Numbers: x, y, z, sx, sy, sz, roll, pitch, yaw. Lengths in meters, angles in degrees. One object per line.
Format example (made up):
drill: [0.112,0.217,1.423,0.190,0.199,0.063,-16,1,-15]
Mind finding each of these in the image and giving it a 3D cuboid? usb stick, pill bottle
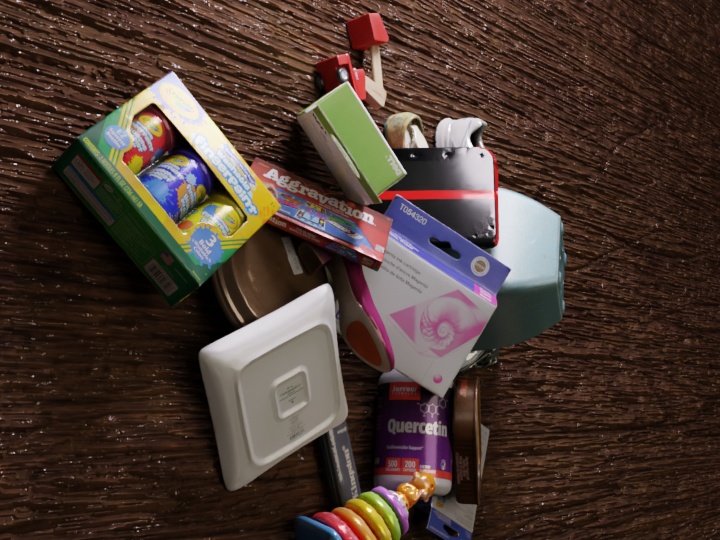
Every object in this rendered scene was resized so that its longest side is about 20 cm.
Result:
usb stick: [-0.024,0.280,1.330,0.055,0.032,0.204,-16,95,-50]
pill bottle: [0.077,0.213,1.405,0.112,0.111,0.204,20,67,-47]

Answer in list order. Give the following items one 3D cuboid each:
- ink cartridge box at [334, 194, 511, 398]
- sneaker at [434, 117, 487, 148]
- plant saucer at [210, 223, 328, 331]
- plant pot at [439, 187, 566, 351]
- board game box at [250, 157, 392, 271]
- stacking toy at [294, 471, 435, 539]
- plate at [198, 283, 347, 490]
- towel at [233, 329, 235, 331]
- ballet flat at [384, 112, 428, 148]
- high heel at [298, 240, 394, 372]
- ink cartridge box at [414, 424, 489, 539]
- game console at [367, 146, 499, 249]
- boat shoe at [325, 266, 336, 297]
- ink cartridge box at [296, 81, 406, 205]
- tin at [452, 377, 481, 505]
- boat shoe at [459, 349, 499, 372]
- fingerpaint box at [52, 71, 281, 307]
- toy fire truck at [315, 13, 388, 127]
ink cartridge box: [0.078,0.034,1.336,0.194,0.043,0.202,31,91,-6]
sneaker: [0.171,-0.154,1.618,0.074,0.086,0.205,2,83,-52]
plant saucer: [-0.105,0.008,1.237,0.199,0.029,0.204,29,48,-39]
plant pot: [0.204,-0.001,1.480,0.197,0.196,0.200,67,28,-56]
board game box: [-0.057,-0.073,1.258,0.197,0.020,0.104,24,34,-5]
stacking toy: [0.022,0.321,1.277,0.199,0.109,0.118,-33,108,-29]
plate: [-0.091,0.144,1.193,0.198,0.032,0.204,-28,124,-35]
towel: [-0.106,0.106,1.260,0.147,0.036,0.204,15,70,-48]
ballet flat: [0.083,-0.142,1.523,0.070,0.070,0.204,-11,91,-51]
high heel: [0.005,0.029,1.279,0.096,0.067,0.202,-31,92,-44]
ink cartridge box: [0.139,0.315,1.519,0.119,0.041,0.203,39,51,-40]
game console: [0.100,-0.104,1.432,0.031,0.195,0.180,79,13,-56]
boat shoe: [0.000,0.000,1.406,0.197,0.068,0.073,-1,127,-42]
ink cartridge box: [-0.005,-0.164,1.296,0.075,0.200,0.149,-35,100,-7]
tin: [0.155,0.246,1.433,0.113,0.041,0.203,-68,157,-56]
boat shoe: [0.200,0.122,1.608,0.199,0.071,0.072,-38,107,-50]
fingerpaint box: [-0.209,-0.093,1.107,0.201,0.073,0.167,51,45,-9]
toy fire truck: [-0.001,-0.268,1.458,0.140,0.048,0.204,-22,100,-51]
